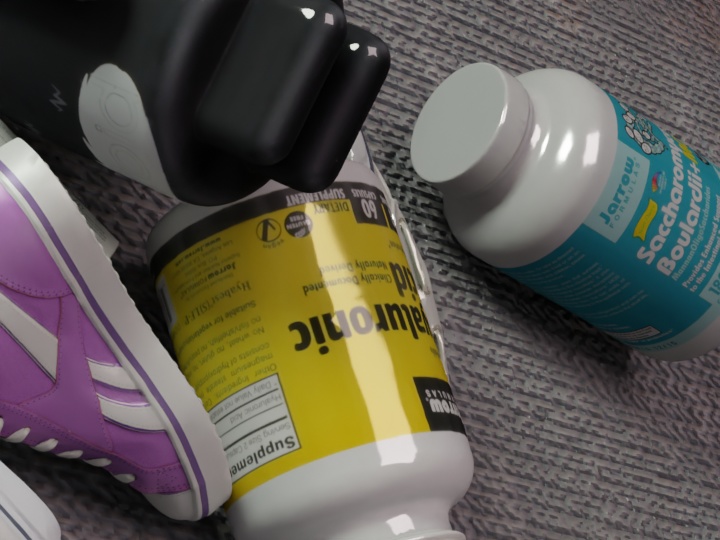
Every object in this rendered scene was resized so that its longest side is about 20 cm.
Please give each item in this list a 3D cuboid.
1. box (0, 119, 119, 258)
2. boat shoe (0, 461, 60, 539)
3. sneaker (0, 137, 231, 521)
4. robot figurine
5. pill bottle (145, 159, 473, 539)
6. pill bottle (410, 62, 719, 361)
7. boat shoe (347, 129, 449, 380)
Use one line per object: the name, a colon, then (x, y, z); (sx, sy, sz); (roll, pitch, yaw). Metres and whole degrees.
box: (-0.185, -0.062, 1.027); (0.200, 0.039, 0.041); (46, 36, -16)
boat shoe: (-0.186, 0.068, 0.895); (0.200, 0.074, 0.067); (41, 36, -24)
sneaker: (-0.135, 0.050, 0.991); (0.073, 0.114, 0.200); (33, -21, 51)
robot figurine: (-0.087, -0.104, 1.027); (0.125, 0.200, 0.150); (-41, 143, -34)
pill bottle: (-0.015, 0.061, 1.077); (0.111, 0.111, 0.200); (2, 64, -50)
pill bottle: (0.121, -0.036, 1.316); (0.200, 0.111, 0.111); (29, 44, -35)
boat shoe: (0.000, 0.000, 1.179); (0.066, 0.072, 0.200); (7, 59, -54)
